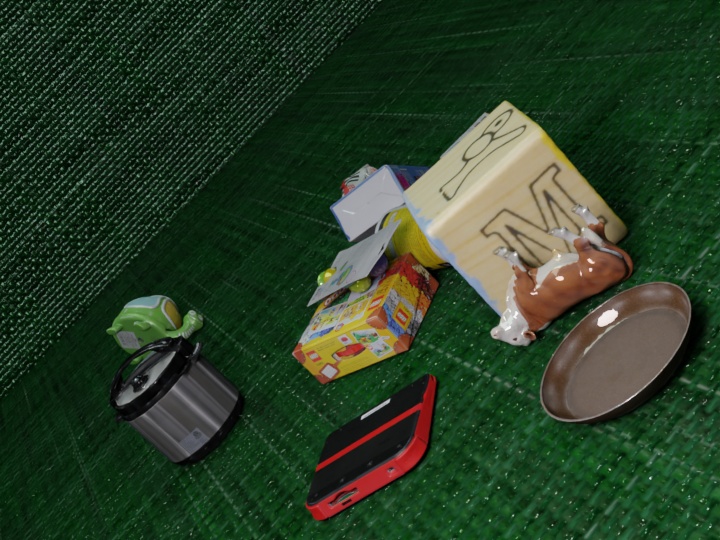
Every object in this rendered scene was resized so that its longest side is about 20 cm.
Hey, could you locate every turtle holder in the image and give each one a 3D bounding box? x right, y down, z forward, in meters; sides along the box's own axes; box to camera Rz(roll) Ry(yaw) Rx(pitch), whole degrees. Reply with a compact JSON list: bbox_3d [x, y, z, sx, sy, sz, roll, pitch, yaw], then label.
[{"bbox_3d":[-0.448,0.115,2.623,0.185,0.141,0.132,-29,23,40],"label":"turtle holder"}]

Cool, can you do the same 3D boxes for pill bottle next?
[{"bbox_3d":[0.120,-0.060,1.860,0.200,0.114,0.114,-14,35,56],"label":"pill bottle"}]

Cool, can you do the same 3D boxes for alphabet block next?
[{"bbox_3d":[0.200,-0.077,1.607,0.200,0.196,0.195,-42,20,8],"label":"alphabet block"}]

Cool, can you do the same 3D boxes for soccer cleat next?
[{"bbox_3d":[0.008,-0.164,2.382,0.085,0.069,0.200,-47,14,5],"label":"soccer cleat"}]

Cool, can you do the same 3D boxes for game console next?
[{"bbox_3d":[0.016,0.236,1.601,0.200,0.031,0.177,-34,17,26],"label":"game console"}]

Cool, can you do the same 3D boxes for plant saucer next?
[{"bbox_3d":[0.285,0.096,1.323,0.200,0.032,0.200,-38,20,16],"label":"plant saucer"}]

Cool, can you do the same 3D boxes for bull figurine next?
[{"bbox_3d":[0.234,0.010,1.490,0.200,0.122,0.065,-31,14,20],"label":"bull figurine"}]

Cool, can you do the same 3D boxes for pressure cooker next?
[{"bbox_3d":[-0.322,0.212,2.071,0.178,0.200,0.176,-13,37,58],"label":"pressure cooker"}]

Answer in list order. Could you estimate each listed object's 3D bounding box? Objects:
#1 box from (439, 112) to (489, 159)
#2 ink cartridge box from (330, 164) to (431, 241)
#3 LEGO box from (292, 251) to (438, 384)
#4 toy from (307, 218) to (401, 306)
[{"bbox_3d":[0.212,-0.216,2.109,0.119,0.041,0.200,-45,21,0],"label":"box"},{"bbox_3d":[0.062,-0.113,2.055,0.136,0.077,0.200,-35,-17,27],"label":"ink cartridge box"},{"bbox_3d":[0.008,0.075,1.864,0.200,0.077,0.149,-26,26,43],"label":"LEGO box"},{"bbox_3d":[0.000,0.000,1.845,0.200,0.047,0.115,-22,32,56],"label":"toy"}]
